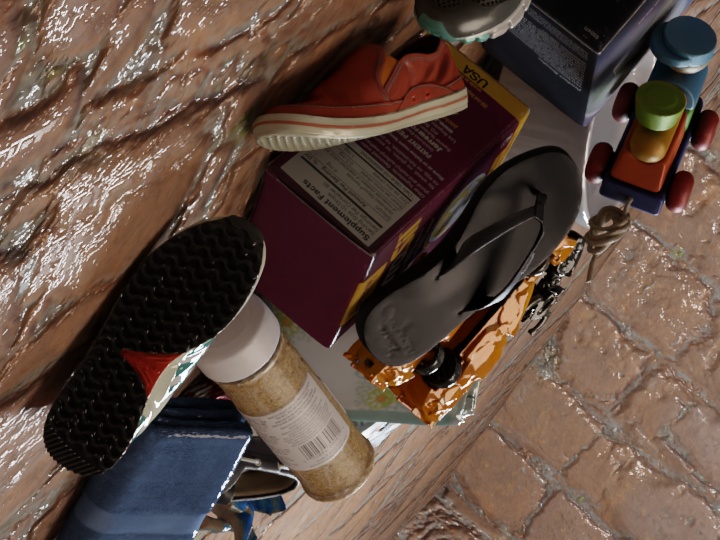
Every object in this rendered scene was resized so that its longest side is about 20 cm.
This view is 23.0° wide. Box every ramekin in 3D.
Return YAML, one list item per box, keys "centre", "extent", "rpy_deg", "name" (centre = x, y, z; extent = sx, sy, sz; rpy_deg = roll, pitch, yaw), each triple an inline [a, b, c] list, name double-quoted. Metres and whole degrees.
- centre: [0.190, -0.144, 1.586]
  extent: [0.200, 0.098, 0.201]
  rpy_deg: [15, 90, -69]
  name: "ramekin"

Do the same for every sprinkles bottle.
- centre: [-0.059, 0.101, 1.367]
  extent: [0.068, 0.068, 0.200]
  rpy_deg: [-48, 133, -14]
  name: "sprinkles bottle"

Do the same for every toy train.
- centre: [0.220, -0.095, 1.358]
  extent: [0.116, 0.085, 0.200]
  rpy_deg: [95, 19, -54]
  name: "toy train"

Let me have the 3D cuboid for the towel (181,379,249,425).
- centre: [-0.079, 0.107, 1.552]
  extent: [0.200, 0.023, 0.144]
  rpy_deg: [-23, 158, -25]
  name: "towel"

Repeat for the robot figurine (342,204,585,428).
- centre: [0.083, 0.016, 1.331]
  extent: [0.200, 0.058, 0.145]
  rpy_deg: [-51, 139, -1]
  name: "robot figurine"

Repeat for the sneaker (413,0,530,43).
- centre: [0.102, -0.238, 1.203]
  extent: [0.200, 0.078, 0.091]
  rpy_deg: [-49, 154, -27]
  name: "sneaker"

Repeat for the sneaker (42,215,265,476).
- centre: [-0.136, 0.042, 1.172]
  extent: [0.200, 0.070, 0.093]
  rpy_deg: [-54, -173, 5]
  name: "sneaker"

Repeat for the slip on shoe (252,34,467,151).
- centre: [-0.001, -0.118, 1.180]
  extent: [0.074, 0.061, 0.200]
  rpy_deg: [-6, -170, 42]
  name: "slip on shoe"

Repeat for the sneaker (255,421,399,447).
- centre: [-0.020, 0.125, 1.536]
  extent: [0.200, 0.078, 0.079]
  rpy_deg: [-13, 154, -40]
  name: "sneaker"

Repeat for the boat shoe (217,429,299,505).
- centre: [-0.125, 0.174, 1.518]
  extent: [0.074, 0.060, 0.200]
  rpy_deg: [-38, 160, 26]
  name: "boat shoe"

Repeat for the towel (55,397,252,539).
- centre: [-0.171, 0.179, 1.413]
  extent: [0.112, 0.049, 0.200]
  rpy_deg: [6, 130, -34]
  name: "towel"

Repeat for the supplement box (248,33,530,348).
- centre: [0.015, -0.062, 1.299]
  extent: [0.200, 0.103, 0.131]
  rpy_deg: [-42, 168, -34]
  name: "supplement box"

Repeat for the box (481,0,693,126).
- centre: [0.201, -0.245, 1.396]
  extent: [0.200, 0.123, 0.198]
  rpy_deg: [-49, 170, -5]
  name: "box"

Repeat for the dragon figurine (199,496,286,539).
- centre: [-0.110, 0.220, 1.635]
  extent: [0.099, 0.200, 0.059]
  rpy_deg: [26, 104, -40]
  name: "dragon figurine"

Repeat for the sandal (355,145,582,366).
- centre: [0.086, -0.004, 1.254]
  extent: [0.200, 0.076, 0.043]
  rpy_deg: [-45, -152, -2]
  name: "sandal"

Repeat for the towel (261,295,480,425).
- centre: [0.015, 0.045, 1.422]
  extent: [0.048, 0.200, 0.171]
  rpy_deg: [-106, -155, -54]
  name: "towel"
